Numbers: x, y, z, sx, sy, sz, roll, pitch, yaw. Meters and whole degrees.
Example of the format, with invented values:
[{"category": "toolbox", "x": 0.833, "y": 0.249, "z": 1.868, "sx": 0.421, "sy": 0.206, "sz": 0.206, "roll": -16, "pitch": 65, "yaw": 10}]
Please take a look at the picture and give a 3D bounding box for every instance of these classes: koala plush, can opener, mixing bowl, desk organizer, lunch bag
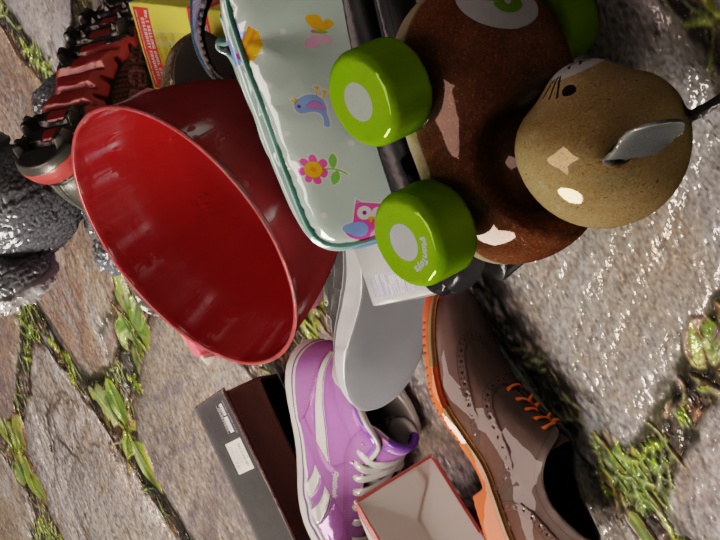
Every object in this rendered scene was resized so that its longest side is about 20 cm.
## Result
[{"category": "koala plush", "x": -0.242, "y": -0.069, "z": 1.772, "sx": 0.184, "sy": 0.200, "sz": 0.178, "roll": -13, "pitch": 99, "yaw": 63}, {"category": "can opener", "x": 0.032, "y": -0.078, "z": 1.268, "sx": 0.063, "sy": 0.079, "sz": 0.200, "roll": -8, "pitch": 110, "yaw": 44}, {"category": "mixing bowl", "x": -0.082, "y": -0.050, "z": 1.454, "sx": 0.200, "sy": 0.108, "sz": 0.200, "roll": 32, "pitch": 146, "yaw": 25}, {"category": "desk organizer", "x": -0.045, "y": 0.176, "z": 1.744, "sx": 0.200, "sy": 0.077, "sz": 0.072, "roll": 64, "pitch": 153, "yaw": 5}, {"category": "lunch bag", "x": 0.004, "y": -0.120, "z": 1.321, "sx": 0.077, "sy": 0.160, "sz": 0.200, "roll": -81, "pitch": -28, "yaw": -76}]

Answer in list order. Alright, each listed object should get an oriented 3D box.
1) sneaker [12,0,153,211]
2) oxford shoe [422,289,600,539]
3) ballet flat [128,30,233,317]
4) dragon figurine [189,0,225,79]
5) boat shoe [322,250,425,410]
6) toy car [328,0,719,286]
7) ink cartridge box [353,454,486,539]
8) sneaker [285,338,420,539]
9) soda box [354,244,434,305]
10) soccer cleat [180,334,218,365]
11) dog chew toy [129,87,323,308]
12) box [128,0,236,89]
[{"category": "sneaker", "x": -0.189, "y": -0.128, "z": 1.687, "sx": 0.071, "sy": 0.201, "sz": 0.098, "roll": -7, "pitch": 139, "yaw": 36}, {"category": "oxford shoe", "x": 0.101, "y": 0.096, "z": 1.447, "sx": 0.072, "sy": 0.071, "sz": 0.200, "roll": -22, "pitch": 89, "yaw": 36}, {"category": "ballet flat", "x": -0.125, "y": -0.067, "z": 1.548, "sx": 0.046, "sy": 0.067, "sz": 0.201, "roll": -155, "pitch": 72, "yaw": -70}, {"category": "dragon figurine", "x": -0.095, "y": -0.225, "z": 1.470, "sx": 0.099, "sy": 0.059, "sz": 0.201, "roll": 164, "pitch": 108, "yaw": -65}, {"category": "boat shoe", "x": 0.000, "y": 0.000, "z": 1.534, "sx": 0.066, "sy": 0.070, "sz": 0.200, "roll": 43, "pitch": 145, "yaw": 48}, {"category": "toy car", "x": 0.115, "y": -0.084, "z": 1.165, "sx": 0.200, "sy": 0.164, "sz": 0.158, "roll": -4, "pitch": 108, "yaw": 52}, {"category": "ink cartridge box", "x": 0.060, "y": 0.213, "z": 1.552, "sx": 0.117, "sy": 0.067, "sz": 0.200, "roll": 58, "pitch": 174, "yaw": 18}, {"category": "sneaker", "x": 0.006, "y": 0.152, "z": 1.642, "sx": 0.114, "sy": 0.073, "sz": 0.201, "roll": 8, "pitch": 118, "yaw": 56}, {"category": "soda box", "x": 0.016, "y": -0.084, "z": 1.413, "sx": 0.063, "sy": 0.068, "sz": 0.200, "roll": -13, "pitch": 102, "yaw": 30}, {"category": "soccer cleat", "x": -0.122, "y": -0.012, "z": 1.756, "sx": 0.077, "sy": 0.067, "sz": 0.200, "roll": 53, "pitch": 153, "yaw": 38}, {"category": "dog chew toy", "x": -0.110, "y": -0.042, "z": 1.619, "sx": 0.200, "sy": 0.124, "sz": 0.125, "roll": 58, "pitch": 153, "yaw": -2}, {"category": "box", "x": -0.093, "y": -0.162, "z": 1.592, "sx": 0.200, "sy": 0.050, "sz": 0.075, "roll": 18, "pitch": 127, "yaw": 57}]
